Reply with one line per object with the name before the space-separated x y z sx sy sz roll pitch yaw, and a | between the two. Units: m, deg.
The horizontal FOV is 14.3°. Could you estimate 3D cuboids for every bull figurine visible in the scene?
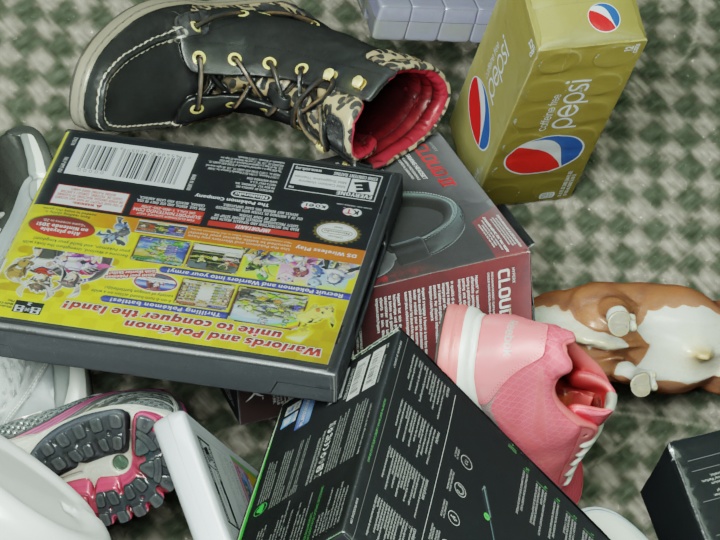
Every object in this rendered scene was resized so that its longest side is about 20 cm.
bull figurine | 0.168 0.042 1.684 0.199 0.121 0.065 2 100 -16

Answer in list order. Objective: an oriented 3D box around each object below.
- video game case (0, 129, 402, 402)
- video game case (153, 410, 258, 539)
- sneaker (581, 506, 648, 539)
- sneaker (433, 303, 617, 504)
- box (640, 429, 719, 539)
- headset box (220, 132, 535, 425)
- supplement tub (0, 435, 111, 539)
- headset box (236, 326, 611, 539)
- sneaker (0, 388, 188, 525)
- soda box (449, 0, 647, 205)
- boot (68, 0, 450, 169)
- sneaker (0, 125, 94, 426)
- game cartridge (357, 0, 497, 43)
video game case | -0.091 -0.006 1.574 0.199 0.026 0.181 8 39 9
video game case | -0.046 0.188 1.541 0.022 0.182 0.200 -24 69 7
sneaker | 0.167 0.214 1.578 0.073 0.071 0.200 -19 69 -17
sneaker | 0.105 0.088 1.599 0.087 0.200 0.074 0 61 21
box | 0.283 0.153 1.664 0.199 0.079 0.141 -13 64 -15
headset box | 0.000 0.000 1.656 0.199 0.077 0.149 -13 34 -13
supplement tub | -0.234 0.185 1.491 0.132 0.132 0.200 37 95 9
headset box | 0.040 0.164 1.499 0.200 0.093 0.174 44 32 -19
sneaker | -0.185 0.120 1.591 0.199 0.075 0.081 -15 104 12
soda box | 0.108 -0.111 1.693 0.068 0.200 0.064 -7 66 -13
boot | -0.057 -0.106 1.677 0.150 0.073 0.200 25 26 32
sneaker | -0.222 0.011 1.653 0.115 0.075 0.201 -8 67 -10
game cartridge | 0.047 -0.209 1.773 0.129 0.038 0.200 -3 40 -16
